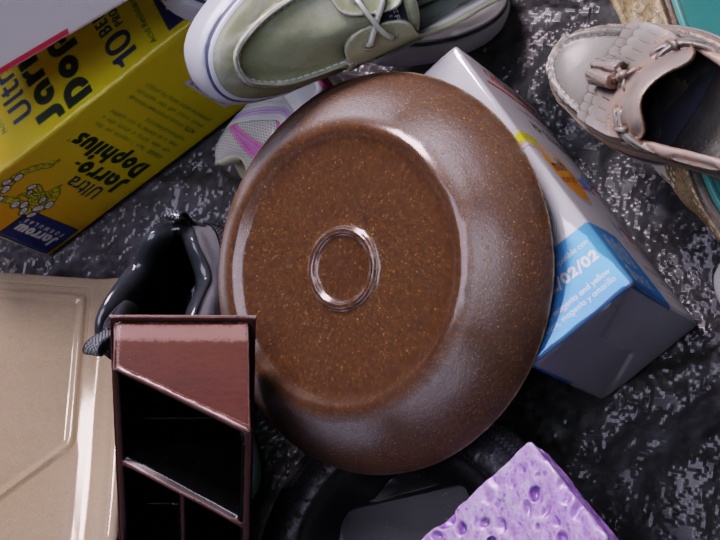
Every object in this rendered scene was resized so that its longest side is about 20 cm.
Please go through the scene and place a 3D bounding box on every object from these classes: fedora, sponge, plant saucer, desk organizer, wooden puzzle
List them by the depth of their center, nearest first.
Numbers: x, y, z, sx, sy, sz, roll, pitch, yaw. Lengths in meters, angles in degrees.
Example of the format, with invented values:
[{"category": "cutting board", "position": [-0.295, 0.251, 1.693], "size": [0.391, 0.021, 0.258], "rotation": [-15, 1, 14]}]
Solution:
[{"category": "sponge", "position": [0.042, 0.187, 0.937], "size": [0.200, 0.030, 0.112], "rotation": [-43, 61, 9]}, {"category": "plant saucer", "position": [0.000, 0.000, 0.986], "size": [0.200, 0.037, 0.201], "rotation": [-2, 86, 34]}, {"category": "desk organizer", "position": [-0.089, 0.121, 1.006], "size": [0.071, 0.200, 0.077], "rotation": [0, 41, -4]}, {"category": "fedora", "position": [0.041, 0.170, 1.015], "size": [0.200, 0.092, 0.201], "rotation": [-8, 72, 24]}, {"category": "wooden puzzle", "position": [-0.232, 0.084, 1.138], "size": [0.199, 0.037, 0.186], "rotation": [2, 59, -2]}]

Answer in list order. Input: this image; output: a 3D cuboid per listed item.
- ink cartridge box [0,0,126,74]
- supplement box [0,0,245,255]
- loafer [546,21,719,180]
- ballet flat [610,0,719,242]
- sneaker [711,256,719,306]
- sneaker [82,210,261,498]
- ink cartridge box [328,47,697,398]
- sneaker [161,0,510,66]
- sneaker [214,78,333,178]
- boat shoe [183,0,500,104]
[{"category": "ink cartridge box", "position": [-0.175, -0.214, 1.080], "size": [0.145, 0.084, 0.200], "rotation": [-26, 40, 25]}, {"category": "supplement box", "position": [-0.156, -0.117, 1.163], "size": [0.200, 0.109, 0.109], "rotation": [-36, 65, 14]}, {"category": "loafer", "position": [0.161, -0.078, 0.949], "size": [0.200, 0.063, 0.072], "rotation": [29, 97, 39]}, {"category": "ballet flat", "position": [0.174, -0.087, 1.034], "size": [0.065, 0.070, 0.201], "rotation": [131, 135, -56]}, {"category": "sneaker", "position": [0.251, 0.035, 0.953], "size": [0.200, 0.087, 0.075], "rotation": [31, 94, 29]}, {"category": "sneaker", "position": [-0.109, 0.065, 1.080], "size": [0.078, 0.140, 0.201], "rotation": [2, 81, 24]}, {"category": "ink cartridge box", "position": [0.076, -0.038, 1.033], "size": [0.068, 0.115, 0.200], "rotation": [-40, 65, 12]}, {"category": "sneaker", "position": [-0.007, -0.158, 1.066], "size": [0.071, 0.199, 0.073], "rotation": [122, 144, -53]}, {"category": "sneaker", "position": [-0.011, -0.027, 1.097], "size": [0.088, 0.081, 0.200], "rotation": [-41, 57, 12]}, {"category": "boat shoe", "position": [0.006, -0.141, 1.007], "size": [0.200, 0.072, 0.062], "rotation": [-30, 32, -19]}]
